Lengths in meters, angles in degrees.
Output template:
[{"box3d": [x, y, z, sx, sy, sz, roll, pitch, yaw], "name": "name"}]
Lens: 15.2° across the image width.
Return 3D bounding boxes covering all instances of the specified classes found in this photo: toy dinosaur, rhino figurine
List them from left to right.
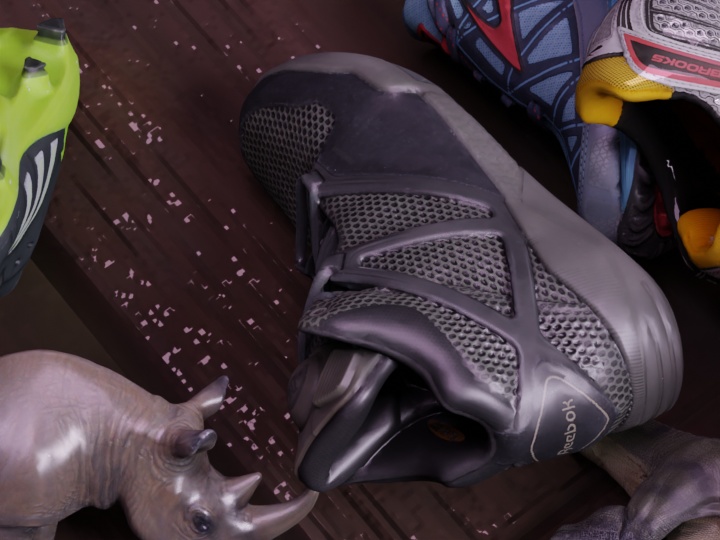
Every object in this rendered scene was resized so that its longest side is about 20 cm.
[{"box3d": [-0.113, 0.066, 0.864, 0.200, 0.060, 0.088, 3, 107, 5], "name": "rhino figurine"}, {"box3d": [0.102, 0.084, 0.863, 0.200, 0.047, 0.088, 25, 82, 34], "name": "toy dinosaur"}]

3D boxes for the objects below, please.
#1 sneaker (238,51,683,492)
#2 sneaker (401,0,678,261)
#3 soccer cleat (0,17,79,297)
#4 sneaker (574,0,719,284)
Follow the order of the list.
[{"box3d": [0.000, 0.000, 0.875, 0.114, 0.076, 0.199, -24, 49, -28], "name": "sneaker"}, {"box3d": [0.065, -0.085, 0.952, 0.095, 0.079, 0.200, -18, 59, 18], "name": "sneaker"}, {"box3d": [-0.135, -0.012, 0.878, 0.067, 0.081, 0.200, 11, 33, 9], "name": "soccer cleat"}, {"box3d": [0.143, -0.011, 0.863, 0.200, 0.078, 0.082, 48, 64, -4], "name": "sneaker"}]
